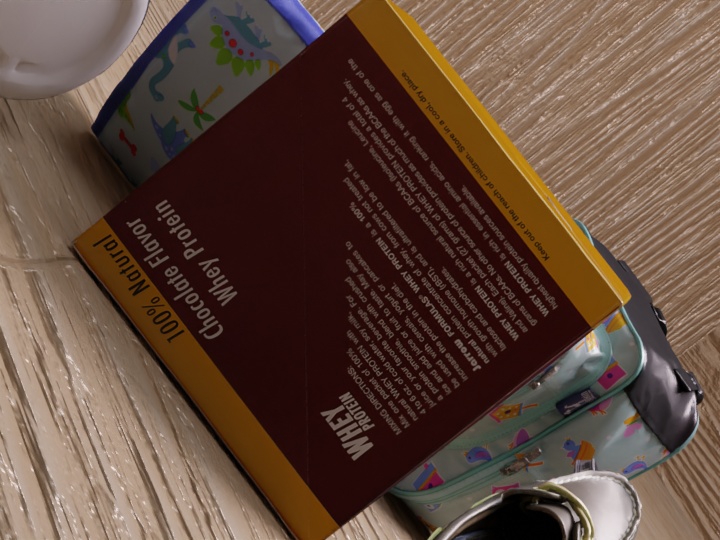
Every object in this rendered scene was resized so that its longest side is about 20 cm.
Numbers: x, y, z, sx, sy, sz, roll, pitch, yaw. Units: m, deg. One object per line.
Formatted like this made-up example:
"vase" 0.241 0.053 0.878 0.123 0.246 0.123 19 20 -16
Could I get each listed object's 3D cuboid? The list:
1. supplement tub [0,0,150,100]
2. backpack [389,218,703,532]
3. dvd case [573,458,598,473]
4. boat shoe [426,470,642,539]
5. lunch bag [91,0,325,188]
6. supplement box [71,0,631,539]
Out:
"supplement tub" -0.198 -0.193 1.198 0.123 0.122 0.200 44 9 -49
"backpack" 0.091 0.076 1.429 0.153 0.200 0.176 38 20 -37
"dvd case" 0.148 0.229 1.271 0.149 0.016 0.201 -82 157 -55
"boat shoe" 0.086 0.144 1.136 0.201 0.060 0.072 -22 65 -46
"lunch bag" -0.048 -0.082 1.317 0.170 0.127 0.200 50 -27 1
"supplement box" 0.000 0.000 1.157 0.198 0.200 0.133 52 7 5
